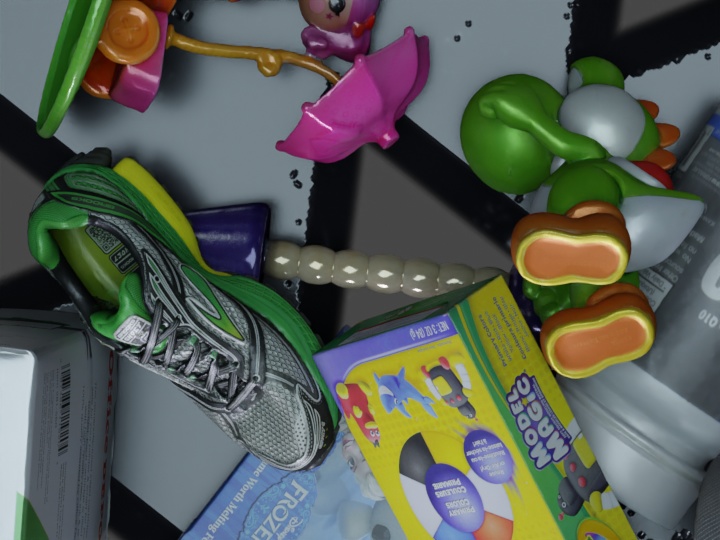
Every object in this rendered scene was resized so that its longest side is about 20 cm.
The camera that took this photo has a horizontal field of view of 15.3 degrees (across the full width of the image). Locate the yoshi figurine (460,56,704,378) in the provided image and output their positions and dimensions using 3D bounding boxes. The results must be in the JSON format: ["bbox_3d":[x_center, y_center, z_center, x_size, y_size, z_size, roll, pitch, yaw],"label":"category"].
[{"bbox_3d":[0.094,-0.038,1.334,0.112,0.201,0.113,29,121,-15],"label":"yoshi figurine"}]

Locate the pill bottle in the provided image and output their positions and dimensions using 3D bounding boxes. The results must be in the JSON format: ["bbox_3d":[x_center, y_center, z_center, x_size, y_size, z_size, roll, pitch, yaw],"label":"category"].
[{"bbox_3d":[0.177,0.023,1.367,0.113,0.114,0.201,34,95,0],"label":"pill bottle"}]

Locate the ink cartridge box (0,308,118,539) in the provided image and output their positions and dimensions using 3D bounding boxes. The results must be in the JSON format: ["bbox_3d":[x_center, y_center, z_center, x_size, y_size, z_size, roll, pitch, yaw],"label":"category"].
[{"bbox_3d":[-0.183,0.099,1.347,0.084,0.200,0.147,5,93,5],"label":"ink cartridge box"}]

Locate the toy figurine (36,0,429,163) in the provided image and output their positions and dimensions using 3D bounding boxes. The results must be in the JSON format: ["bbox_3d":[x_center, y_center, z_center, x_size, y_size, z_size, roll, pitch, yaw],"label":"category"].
[{"bbox_3d":[-0.051,-0.136,1.380,0.183,0.150,0.201,18,70,-12],"label":"toy figurine"}]

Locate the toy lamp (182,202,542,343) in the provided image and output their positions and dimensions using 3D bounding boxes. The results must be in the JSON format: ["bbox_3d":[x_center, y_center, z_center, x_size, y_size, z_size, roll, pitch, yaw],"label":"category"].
[{"bbox_3d":[0.000,0.000,1.404,0.198,0.058,0.059,9,94,0],"label":"toy lamp"}]

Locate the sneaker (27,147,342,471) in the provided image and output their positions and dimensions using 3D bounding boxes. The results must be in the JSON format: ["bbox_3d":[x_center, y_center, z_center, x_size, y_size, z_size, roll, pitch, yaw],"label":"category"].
[{"bbox_3d":[-0.094,0.032,1.354,0.200,0.085,0.078,43,119,-2],"label":"sneaker"}]

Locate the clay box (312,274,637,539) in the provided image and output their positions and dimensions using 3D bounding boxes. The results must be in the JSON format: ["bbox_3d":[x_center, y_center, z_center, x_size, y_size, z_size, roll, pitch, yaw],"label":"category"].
[{"bbox_3d":[0.067,0.110,1.330,0.047,0.115,0.201,-32,98,-38],"label":"clay box"}]

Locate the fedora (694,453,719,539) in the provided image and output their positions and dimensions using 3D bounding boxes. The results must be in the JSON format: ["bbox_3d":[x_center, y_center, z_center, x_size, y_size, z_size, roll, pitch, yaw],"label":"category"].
[{"bbox_3d":[0.220,0.134,1.310,0.090,0.200,0.178,-3,117,29],"label":"fedora"}]

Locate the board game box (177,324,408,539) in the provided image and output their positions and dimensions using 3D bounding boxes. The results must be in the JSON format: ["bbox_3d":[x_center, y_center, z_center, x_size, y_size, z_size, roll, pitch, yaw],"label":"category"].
[{"bbox_3d":[0.008,0.169,1.420,0.199,0.043,0.200,38,95,-2],"label":"board game box"}]
